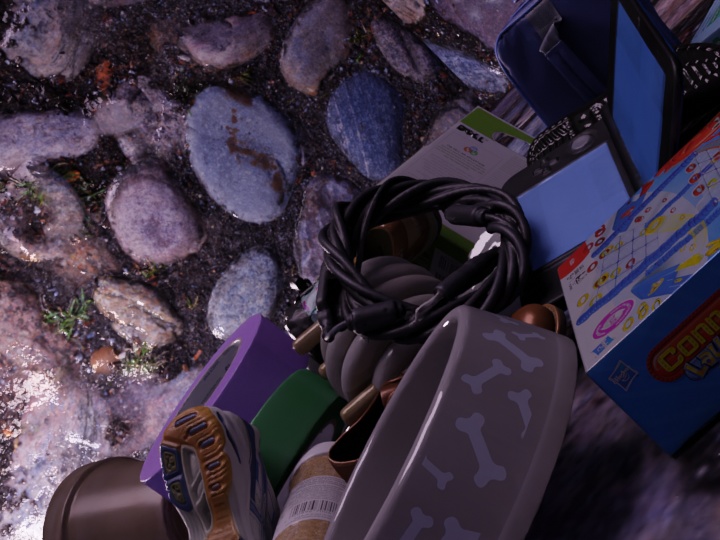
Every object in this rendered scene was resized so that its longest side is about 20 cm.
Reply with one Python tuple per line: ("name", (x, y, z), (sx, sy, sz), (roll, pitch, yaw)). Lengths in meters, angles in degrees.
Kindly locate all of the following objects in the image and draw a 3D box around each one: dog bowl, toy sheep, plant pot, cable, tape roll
("dog bowl", (0.035, 0.108, 0.492), (0.202, 0.058, 0.200), (-62, 1, 2))
("toy sheep", (0.029, 0.063, 0.773), (0.137, 0.200, 0.139), (-21, -43, -22))
("plant pot", (-0.249, 0.310, 1.146), (0.172, 0.201, 0.200), (-23, 17, 34))
("cable", (0.046, -0.022, 0.717), (0.161, 0.051, 0.201), (-14, 33, 16))
("tape roll", (-0.136, 0.143, 0.961), (0.201, 0.065, 0.200), (-51, 12, 15))
("tape roll", (-0.077, 0.186, 0.845), (0.202, 0.048, 0.201), (-58, -13, -22))

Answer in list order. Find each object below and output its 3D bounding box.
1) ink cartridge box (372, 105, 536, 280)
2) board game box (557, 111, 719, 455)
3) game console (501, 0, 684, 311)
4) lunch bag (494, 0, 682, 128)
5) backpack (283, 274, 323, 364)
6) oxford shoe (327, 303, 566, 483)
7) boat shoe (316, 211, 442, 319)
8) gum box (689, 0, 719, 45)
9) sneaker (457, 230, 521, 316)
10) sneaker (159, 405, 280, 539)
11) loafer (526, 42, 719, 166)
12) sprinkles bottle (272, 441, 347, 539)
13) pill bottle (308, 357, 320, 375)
("ink cartridge box", (0.117, -0.064, 0.956), (0.200, 0.147, 0.076), (-40, -26, -39))
("board game box", (0.196, -0.026, 0.492), (0.196, 0.056, 0.200), (-46, 4, 15))
("game console", (0.157, -0.092, 0.693), (0.170, 0.119, 0.201), (-32, 25, 20))
("lunch bag", (0.225, -0.207, 0.928), (0.136, 0.200, 0.133), (-38, 10, 29))
("backpack", (0.034, 0.037, 1.037), (0.200, 0.167, 0.127), (-43, 24, 11))
("oxford shoe", (0.055, 0.088, 0.649), (0.200, 0.071, 0.072), (-45, 23, 19))
("boat shoe", (0.000, 0.000, 0.895), (0.074, 0.076, 0.201), (-38, -14, -43))
("gum box", (0.397, -0.274, 0.866), (0.200, 0.045, 0.170), (-44, 5, 48))
("sneaker", (0.158, -0.024, 0.792), (0.200, 0.076, 0.080), (-49, 14, -4))
("sneaker", (-0.084, 0.198, 0.687), (0.075, 0.203, 0.088), (-16, -18, 24))
("loafer", (0.247, -0.130, 0.858), (0.199, 0.071, 0.074), (-28, 41, 25))
("sprinkles bottle", (-0.027, 0.185, 0.678), (0.068, 0.068, 0.200), (-46, 4, 9))
("pill bottle", (-0.096, 0.184, 1.099), (0.200, 0.112, 0.112), (-45, 4, 19))
